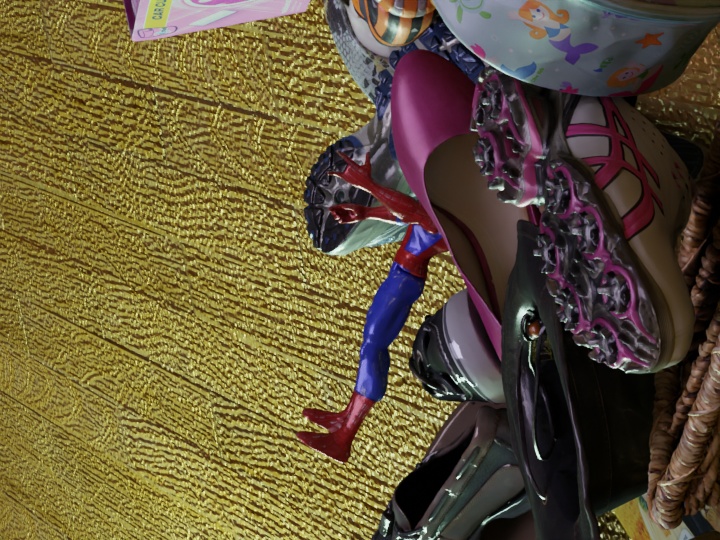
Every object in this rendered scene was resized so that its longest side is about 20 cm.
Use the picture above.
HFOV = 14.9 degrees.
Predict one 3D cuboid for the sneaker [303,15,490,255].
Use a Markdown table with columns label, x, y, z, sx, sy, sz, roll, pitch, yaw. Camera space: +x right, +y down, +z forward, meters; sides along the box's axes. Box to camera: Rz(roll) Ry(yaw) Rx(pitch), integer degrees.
| label | x | y | z | sx | sy | sz | roll | pitch | yaw |
| --- | --- | --- | --- | --- | --- | --- | --- | --- | --- |
| sneaker | 0.048 | -0.083 | 1.629 | 0.200 | 0.085 | 0.077 | -44 | 55 | 40 |

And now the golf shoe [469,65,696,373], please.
| label | x | y | z | sx | sy | sz | roll | pitch | yaw |
| --- | --- | --- | --- | --- | --- | --- | --- | --- | --- |
| golf shoe | 0.121 | -0.032 | 1.262 | 0.201 | 0.091 | 0.073 | -113 | 25 | -45 |

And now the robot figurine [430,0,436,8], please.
| label | x | y | z | sx | sy | sz | roll | pitch | yaw |
| --- | --- | --- | --- | --- | --- | --- | --- | --- | --- |
| robot figurine | 0.061 | -0.169 | 1.430 | 0.200 | 0.058 | 0.146 | 35 | -147 | -56 |

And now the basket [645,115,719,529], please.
| label | x | y | z | sx | sy | sz | roll | pitch | yaw |
| --- | --- | --- | --- | --- | --- | --- | --- | --- | --- |
| basket | 0.184 | -0.006 | 1.257 | 0.143 | 0.148 | 0.201 | 60 | 154 | 32 |

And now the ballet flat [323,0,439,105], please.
| label | x | y | z | sx | sy | sz | roll | pitch | yaw |
| --- | --- | --- | --- | --- | --- | --- | --- | --- | --- |
| ballet flat | 0.006 | -0.187 | 1.648 | 0.072 | 0.072 | 0.202 | -23 | 82 | 67 |

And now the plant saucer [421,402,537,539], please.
| label | x | y | z | sx | sy | sz | roll | pitch | yaw |
| --- | --- | --- | --- | --- | --- | --- | --- | --- | --- |
| plant saucer | 0.074 | 0.159 | 1.659 | 0.200 | 0.029 | 0.201 | -51 | 28 | 40 |

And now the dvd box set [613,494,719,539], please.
| label | x | y | z | sx | sy | sz | roll | pitch | yaw |
| --- | --- | --- | --- | --- | --- | --- | --- | --- | --- |
| dvd box set | 0.160 | 0.077 | 1.514 | 0.201 | 0.029 | 0.147 | 59 | 151 | 34 |

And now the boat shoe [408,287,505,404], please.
| label | x | y | z | sx | sy | sz | roll | pitch | yaw |
| --- | --- | --- | --- | --- | --- | --- | --- | --- | --- |
| boat shoe | 0.059 | 0.051 | 1.597 | 0.069 | 0.056 | 0.200 | 63 | -175 | 3 |

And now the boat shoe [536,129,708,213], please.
| label | x | y | z | sx | sy | sz | roll | pitch | yaw |
| --- | --- | --- | --- | --- | --- | --- | --- | --- | --- |
| boat shoe | 0.134 | -0.037 | 1.421 | 0.200 | 0.072 | 0.073 | -118 | 31 | -76 |

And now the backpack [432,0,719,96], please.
| label | x | y | z | sx | sy | sz | roll | pitch | yaw |
| --- | --- | --- | --- | --- | --- | --- | --- | --- | --- |
| backpack | 0.104 | -0.186 | 1.282 | 0.150 | 0.176 | 0.201 | -40 | 56 | 47 |

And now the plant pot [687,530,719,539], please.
| label | x | y | z | sx | sy | sz | roll | pitch | yaw |
| --- | --- | --- | --- | --- | --- | --- | --- | --- | --- |
| plant pot | 0.180 | 0.237 | 1.338 | 0.201 | 0.185 | 0.186 | 61 | 155 | 12 |

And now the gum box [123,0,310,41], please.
| label | x | y | z | sx | sy | sz | roll | pitch | yaw |
| --- | --- | --- | --- | --- | --- | --- | --- | --- | --- |
| gum box | -0.080 | -0.199 | 1.614 | 0.200 | 0.113 | 0.067 | 128 | 130 | -77 |

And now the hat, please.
| label | x | y | z | sx | sy | sz | roll | pitch | yaw |
| --- | --- | --- | --- | --- | --- | --- | --- | --- | --- |
| hat | 0.124 | 0.071 | 1.378 | 0.201 | 0.080 | 0.202 | 176 | 90 | -83 |

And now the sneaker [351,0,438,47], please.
| label | x | y | z | sx | sy | sz | roll | pitch | yaw |
| --- | --- | --- | --- | --- | --- | --- | --- | --- | --- |
| sneaker | 0.018 | -0.223 | 1.565 | 0.112 | 0.077 | 0.202 | 119 | 158 | -73 |

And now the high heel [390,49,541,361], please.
| label | x | y | z | sx | sy | sz | roll | pitch | yaw |
| --- | --- | --- | --- | --- | --- | --- | --- | --- | --- |
| high heel | 0.069 | -0.024 | 1.492 | 0.096 | 0.067 | 0.201 | -115 | 6 | -80 |

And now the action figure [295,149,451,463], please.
| label | x | y | z | sx | sy | sz | roll | pitch | yaw |
| --- | --- | --- | --- | --- | --- | --- | --- | --- | --- |
| action figure | 0.000 | 0.000 | 1.580 | 0.201 | 0.099 | 0.065 | -59 | 7 | 15 |

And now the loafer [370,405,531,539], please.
| label | x | y | z | sx | sy | sz | roll | pitch | yaw |
| --- | --- | --- | --- | --- | --- | --- | --- | --- | --- |
| loafer | 0.050 | 0.126 | 1.621 | 0.200 | 0.063 | 0.072 | -42 | 32 | 49 |
